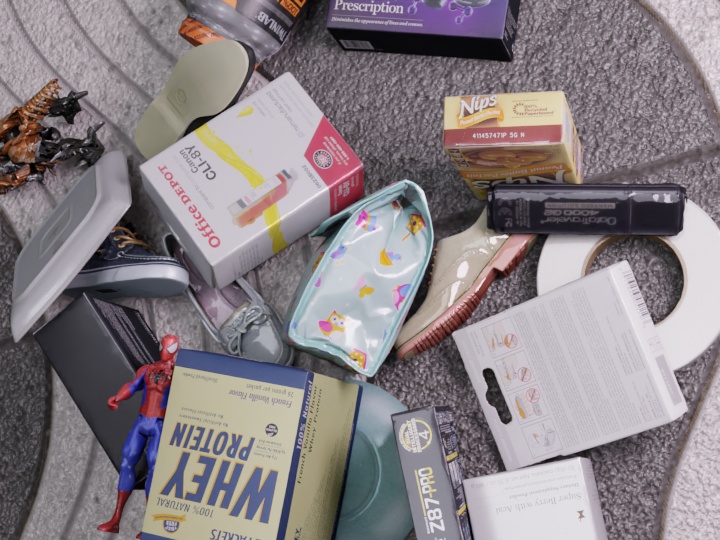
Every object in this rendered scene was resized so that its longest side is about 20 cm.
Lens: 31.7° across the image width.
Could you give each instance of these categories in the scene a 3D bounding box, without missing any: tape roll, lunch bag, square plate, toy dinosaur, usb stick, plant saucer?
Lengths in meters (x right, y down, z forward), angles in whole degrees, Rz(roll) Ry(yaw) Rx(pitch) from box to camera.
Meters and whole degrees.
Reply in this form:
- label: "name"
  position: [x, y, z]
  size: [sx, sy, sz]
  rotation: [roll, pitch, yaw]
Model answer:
- label: "tape roll"
  position: [0.282, 0.011, 1.302]
  size: [0.202, 0.037, 0.204]
  rotation: [-2, 81, 16]
- label: "lunch bag"
  position: [0.000, 0.000, 1.305]
  size: [0.122, 0.170, 0.201]
  rotation: [24, 85, -4]
- label: "square plate"
  position: [-0.327, -0.038, 1.402]
  size: [0.028, 0.198, 0.200]
  rotation: [37, 100, -23]
- label: "toy dinosaur"
  position: [-0.369, -0.147, 1.449]
  size: [0.200, 0.135, 0.103]
  rotation: [-14, 93, 55]
- label: "usb stick"
  position: [0.227, -0.062, 1.279]
  size: [0.199, 0.033, 0.056]
  rotation: [1, 114, 10]
- label: "plant saucer"
  position: [-0.027, 0.214, 1.353]
  size: [0.200, 0.039, 0.202]
  rotation: [-3, 80, 15]

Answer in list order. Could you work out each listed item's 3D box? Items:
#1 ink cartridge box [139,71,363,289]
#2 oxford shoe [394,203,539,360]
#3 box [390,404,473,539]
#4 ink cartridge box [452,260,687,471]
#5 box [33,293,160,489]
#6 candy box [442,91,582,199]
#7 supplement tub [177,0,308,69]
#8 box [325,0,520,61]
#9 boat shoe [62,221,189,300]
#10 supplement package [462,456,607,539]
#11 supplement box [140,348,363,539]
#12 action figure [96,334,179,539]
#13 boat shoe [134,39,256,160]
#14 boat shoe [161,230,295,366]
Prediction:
- label: "ink cartridge box"
  position: [-0.117, -0.096, 1.373]
  size: [0.200, 0.083, 0.145]
  rotation: [-34, 75, -13]
- label: "oxford shoe"
  position: [0.098, 0.009, 1.336]
  size: [0.074, 0.071, 0.200]
  rotation: [43, 83, 14]
- label: "box"
  position: [0.077, 0.213, 1.235]
  size: [0.049, 0.200, 0.162]
  rotation: [-14, 83, 6]
- label: "ink cartridge box"
  position: [0.209, 0.100, 1.279]
  size: [0.200, 0.050, 0.161]
  rotation: [-26, 83, 38]
- label: "box"
  position: [-0.245, 0.133, 1.364]
  size: [0.079, 0.141, 0.200]
  rotation: [-38, 74, 8]
- label: "candy box"
  position: [0.157, -0.121, 1.271]
  size: [0.115, 0.200, 0.056]
  rotation: [0, 78, 15]
- label: "supplement tub"
  position: [-0.114, -0.327, 1.419]
  size: [0.122, 0.123, 0.200]
  rotation: [30, 91, 18]
- label: "box"
  position: [0.074, -0.314, 1.391]
  size: [0.199, 0.079, 0.142]
  rotation: [6, 80, 16]
- label: "boat shoe"
  position: [-0.261, -0.020, 1.407]
  size: [0.200, 0.071, 0.091]
  rotation: [-4, 71, 41]
- label: "supplement package"
  position: [0.185, 0.292, 1.240]
  size: [0.121, 0.120, 0.201]
  rotation: [-14, 78, 12]
- label: "supplement box"
  position: [-0.102, 0.192, 1.252]
  size: [0.134, 0.200, 0.201]
  rotation: [8, 84, 16]
- label: "action figure"
  position: [-0.211, 0.155, 1.223]
  size: [0.065, 0.099, 0.201]
  rotation: [9, 77, 11]
- label: "boat shoe"
  position: [-0.175, -0.192, 1.400]
  size: [0.201, 0.063, 0.074]
  rotation: [-39, 80, 41]
- label: "boat shoe"
  position: [-0.150, 0.036, 1.401]
  size: [0.074, 0.065, 0.202]
  rotation: [-39, 73, 6]
